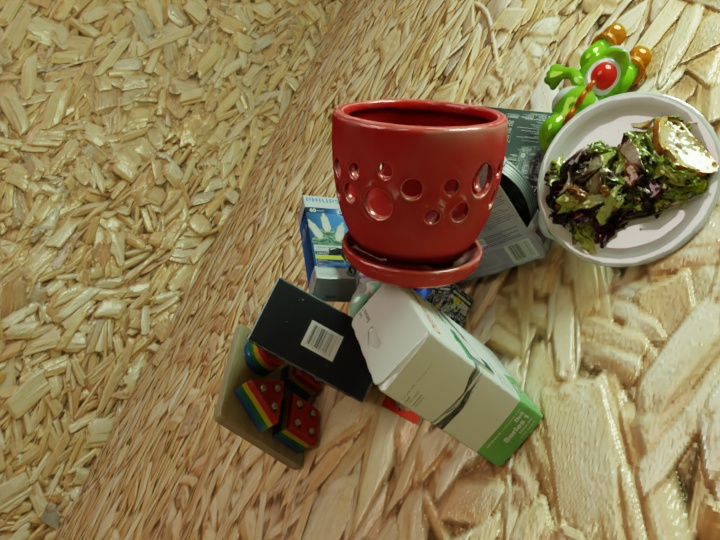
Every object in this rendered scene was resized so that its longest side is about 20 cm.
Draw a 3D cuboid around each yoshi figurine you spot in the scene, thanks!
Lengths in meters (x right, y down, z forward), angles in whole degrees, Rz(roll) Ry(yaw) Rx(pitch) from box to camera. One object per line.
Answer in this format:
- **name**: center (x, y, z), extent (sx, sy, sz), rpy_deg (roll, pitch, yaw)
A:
- **yoshi figurine**: center (0.306, -0.232, 0.728), extent (0.201, 0.113, 0.111), rpy_deg (-48, 39, -16)

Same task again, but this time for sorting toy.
- **sorting toy**: center (-0.152, 0.217, 0.961), extent (0.069, 0.198, 0.203), rpy_deg (-31, 34, 25)

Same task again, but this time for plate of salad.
- **plate of salad**: center (0.297, -0.107, 0.603), extent (0.195, 0.047, 0.208), rpy_deg (-7, 78, 35)

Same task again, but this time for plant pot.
- **plant pot**: center (0.061, -0.092, 0.614), extent (0.201, 0.193, 0.189), rpy_deg (-120, 31, -62)

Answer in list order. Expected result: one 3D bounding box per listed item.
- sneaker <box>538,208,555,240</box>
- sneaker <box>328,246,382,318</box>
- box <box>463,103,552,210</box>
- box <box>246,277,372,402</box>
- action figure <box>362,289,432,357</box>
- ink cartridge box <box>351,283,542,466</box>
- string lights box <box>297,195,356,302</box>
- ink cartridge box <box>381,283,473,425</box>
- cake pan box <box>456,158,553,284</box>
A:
- **sneaker**: center (0.304, -0.121, 0.662), extent (0.202, 0.072, 0.071), rpy_deg (-53, 23, 8)
- **sneaker**: center (0.000, 0.000, 0.816), extent (0.199, 0.137, 0.080), rpy_deg (-35, -34, -54)
- **box**: center (0.205, -0.172, 0.807), extent (0.194, 0.044, 0.164), rpy_deg (13, 67, 24)
- **box**: center (-0.070, 0.116, 0.856), extent (0.106, 0.196, 0.182), rpy_deg (-62, 2, -14)
- **action figure**: center (0.081, 0.071, 0.758), extent (0.200, 0.100, 0.065), rpy_deg (-44, 19, -26)
- **ink cartridge box**: center (0.097, 0.113, 0.619), extent (0.085, 0.198, 0.147), rpy_deg (-48, 27, 10)
- **string lights box**: center (-0.049, -0.041, 0.933), extent (0.060, 0.099, 0.204), rpy_deg (111, 154, -44)
- **ink cartridge box**: center (0.086, 0.118, 0.809), extent (0.108, 0.050, 0.204), rpy_deg (3, 63, 61)
- **cake pan box**: center (0.153, -0.080, 0.758), extent (0.198, 0.185, 0.053), rpy_deg (-22, 23, 51)
